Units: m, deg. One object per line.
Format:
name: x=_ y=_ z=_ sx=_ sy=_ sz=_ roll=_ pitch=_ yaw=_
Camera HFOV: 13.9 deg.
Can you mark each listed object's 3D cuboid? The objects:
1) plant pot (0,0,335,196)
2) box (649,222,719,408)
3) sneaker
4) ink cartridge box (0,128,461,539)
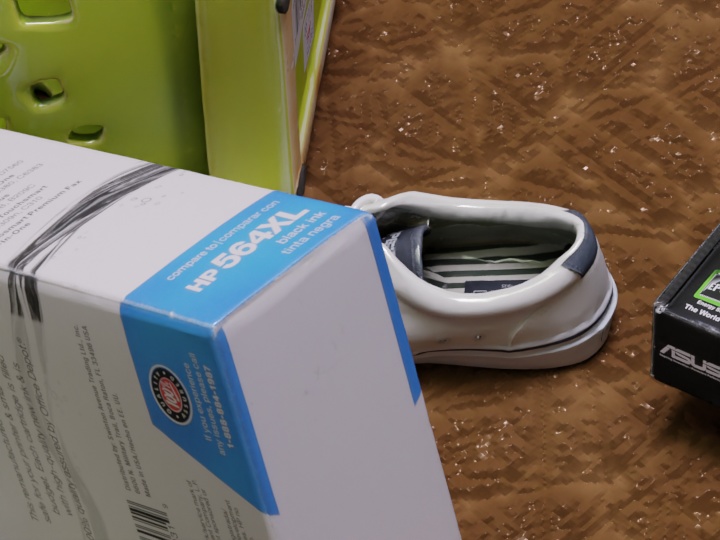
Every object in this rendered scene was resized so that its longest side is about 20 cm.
plant pot: x=-0.106 y=-0.128 z=1.209 sx=0.180 sy=0.199 sz=0.201 roll=6 pitch=52 yaw=6
box: x=0.240 y=0.007 z=1.119 sx=0.199 sy=0.048 sz=0.193 roll=24 pitch=51 yaw=26
sneaker: x=0.000 y=0.000 z=1.163 sx=0.199 sy=0.071 sz=0.073 roll=-5 pitch=51 yaw=4
ink cartridge box: x=-0.076 y=0.041 z=1.055 sx=0.199 sy=0.147 sz=0.084 roll=15 pitch=42 yaw=42
